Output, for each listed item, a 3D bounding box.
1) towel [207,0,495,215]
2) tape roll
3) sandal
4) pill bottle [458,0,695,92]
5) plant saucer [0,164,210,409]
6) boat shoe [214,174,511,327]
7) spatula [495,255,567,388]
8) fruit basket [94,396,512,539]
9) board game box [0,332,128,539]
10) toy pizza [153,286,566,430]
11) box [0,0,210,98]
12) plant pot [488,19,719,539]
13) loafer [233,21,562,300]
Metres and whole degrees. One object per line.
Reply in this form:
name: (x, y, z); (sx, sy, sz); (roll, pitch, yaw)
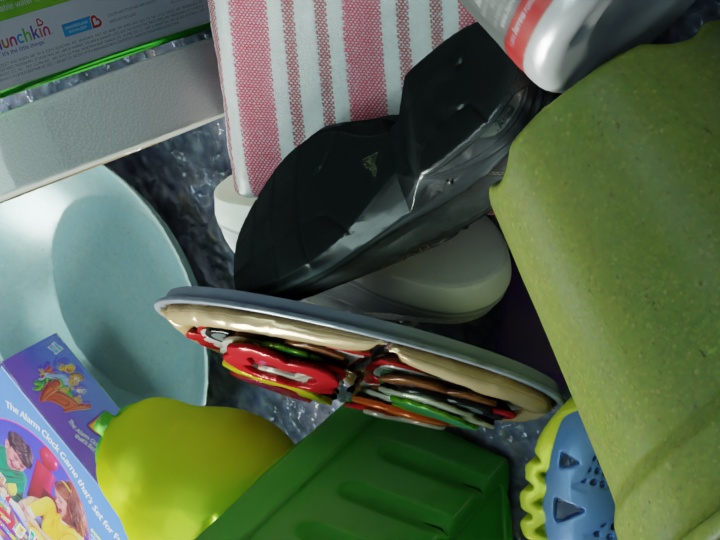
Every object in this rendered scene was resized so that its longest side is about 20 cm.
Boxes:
towel: (0.030, -0.095, 0.928); (0.199, 0.030, 0.147); (4, 118, 15)
tape roll: (-0.147, -0.066, 1.030); (0.202, 0.202, 0.037); (-15, 98, 46)
sandal: (0.132, 0.147, 0.972); (0.087, 0.079, 0.201); (4, 118, 37)
pill bottle: (0.049, -0.178, 0.818); (0.200, 0.114, 0.114); (49, 135, 16)
plant saucer: (-0.147, 0.019, 1.204); (0.200, 0.039, 0.202); (21, 122, 37)
boat shoe: (0.000, 0.000, 1.030); (0.199, 0.072, 0.069); (14, 129, 42)
spatula: (0.084, -0.042, 0.965); (0.056, 0.020, 0.201); (15, 117, 42)
fruit basket: (-0.043, 0.144, 1.040); (0.215, 0.215, 0.156); (13, 117, 40)
board game box: (-0.152, 0.155, 1.213); (0.200, 0.045, 0.135); (49, 137, 12)
toy pizza: (-0.002, 0.049, 0.977); (0.199, 0.200, 0.032); (5, 77, 43)
box: (-0.156, -0.183, 1.004); (0.096, 0.200, 0.177); (-14, 99, 46)
plant pot: (0.149, 0.011, 0.822); (0.201, 0.200, 0.185); (-51, 60, 44)
loafer: (0.021, -0.032, 0.908); (0.200, 0.072, 0.073); (-30, 51, 41)
